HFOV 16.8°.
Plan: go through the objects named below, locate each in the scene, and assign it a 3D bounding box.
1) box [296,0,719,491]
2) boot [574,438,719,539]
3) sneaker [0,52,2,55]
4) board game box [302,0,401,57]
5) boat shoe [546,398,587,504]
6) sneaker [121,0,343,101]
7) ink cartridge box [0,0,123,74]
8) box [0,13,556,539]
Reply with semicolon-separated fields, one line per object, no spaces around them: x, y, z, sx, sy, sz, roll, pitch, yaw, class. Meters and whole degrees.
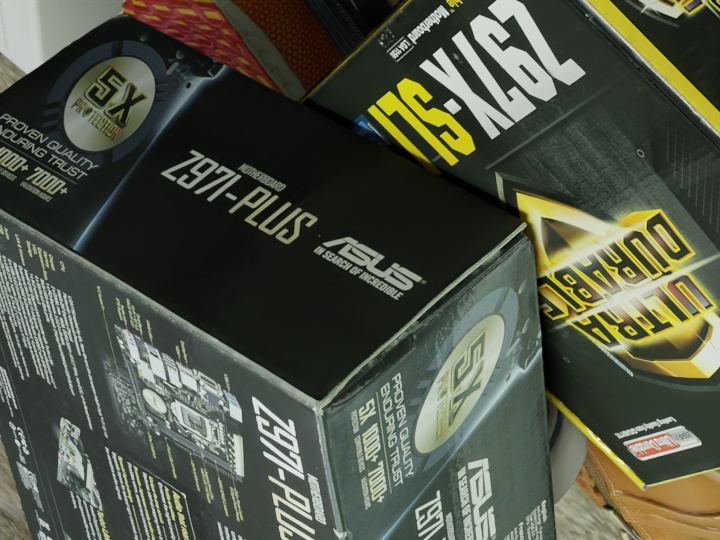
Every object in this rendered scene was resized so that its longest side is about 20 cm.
0.072;-0.020;0.644;0.160;0.049;0.200;46;160;-5;box
0.122;0.059;0.839;0.200;0.074;0.155;39;162;49;boot
-0.186;-0.097;0.977;0.079;0.089;0.200;38;-159;7;sneaker
0.044;-0.099;0.682;0.165;0.057;0.200;54;158;-24;board game box
-0.015;0.030;0.829;0.200;0.072;0.062;19;159;36;boat shoe
-0.007;-0.052;0.851;0.073;0.077;0.200;4;140;35;sneaker
-0.161;-0.182;0.862;0.200;0.083;0.147;40;160;12;ink cartridge box
-0.030;0.048;0.728;0.164;0.086;0.200;29;145;34;box
